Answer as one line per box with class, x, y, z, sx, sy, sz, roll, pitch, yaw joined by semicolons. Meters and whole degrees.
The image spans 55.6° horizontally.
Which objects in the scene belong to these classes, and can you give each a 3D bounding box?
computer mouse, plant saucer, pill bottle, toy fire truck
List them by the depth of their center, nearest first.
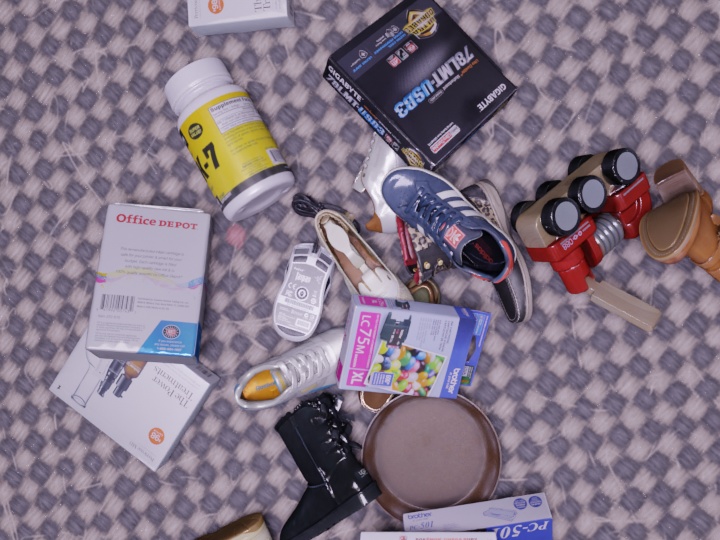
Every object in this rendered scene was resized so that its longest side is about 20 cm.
toy fire truck;0.322;-0.035;0.893;0.175;0.128;0.202;-36;104;-16
pill bottle;-0.185;-0.183;0.956;0.113;0.114;0.203;-30;87;5
plant saucer;0.099;0.261;0.961;0.195;0.032;0.206;1;98;4
computer mouse;-0.075;0.000;0.983;0.107;0.044;0.205;18;86;1

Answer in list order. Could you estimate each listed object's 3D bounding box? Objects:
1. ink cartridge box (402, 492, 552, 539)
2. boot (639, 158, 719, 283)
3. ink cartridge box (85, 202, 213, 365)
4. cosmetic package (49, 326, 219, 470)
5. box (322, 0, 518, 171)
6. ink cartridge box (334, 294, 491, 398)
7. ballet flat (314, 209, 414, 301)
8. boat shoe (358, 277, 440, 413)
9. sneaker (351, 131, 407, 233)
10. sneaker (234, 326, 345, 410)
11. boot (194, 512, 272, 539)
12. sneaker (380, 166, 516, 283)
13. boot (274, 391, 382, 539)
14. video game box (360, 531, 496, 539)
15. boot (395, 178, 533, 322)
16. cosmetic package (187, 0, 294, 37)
ink cartridge box;0.161;0.365;0.935;0.195;0.045;0.096;-10;122;3
boot;0.424;-0.033;0.856;0.073;0.201;0.155;-24;113;43
ink cartridge box;-0.285;0.019;0.946;0.141;0.085;0.205;5;74;-7
cosmetic package;-0.329;0.166;0.997;0.198;0.052;0.152;35;96;4
box;0.083;-0.254;0.919;0.199;0.050;0.200;46;65;5
ink cartridge box;0.073;0.103;0.892;0.195;0.042;0.122;6;111;-15
ballet flat;0.000;0.000;0.911;0.067;0.062;0.201;-41;75;2
boat shoe;0.049;0.101;0.953;0.074;0.074;0.204;23;92;5
sneaker;0.024;-0.153;0.955;0.082;0.073;0.206;-5;91;3
sneaker;-0.085;0.144;0.964;0.197;0.081;0.078;-28;86;4
boot;-0.188;0.455;0.981;0.197;0.073;0.158;-29;95;13
sneaker;0.108;-0.056;0.837;0.197;0.085;0.076;32;113;-1
boot;-0.072;0.283;0.966;0.197;0.073;0.164;-40;72;25
video game box;0.093;0.431;0.918;0.177;0.047;0.204;-3;122;4
boot;0.140;-0.011;0.922;0.147;0.073;0.205;-16;85;-15
cosmetic package;-0.177;-0.453;0.987;0.147;0.052;0.206;-4;90;9
